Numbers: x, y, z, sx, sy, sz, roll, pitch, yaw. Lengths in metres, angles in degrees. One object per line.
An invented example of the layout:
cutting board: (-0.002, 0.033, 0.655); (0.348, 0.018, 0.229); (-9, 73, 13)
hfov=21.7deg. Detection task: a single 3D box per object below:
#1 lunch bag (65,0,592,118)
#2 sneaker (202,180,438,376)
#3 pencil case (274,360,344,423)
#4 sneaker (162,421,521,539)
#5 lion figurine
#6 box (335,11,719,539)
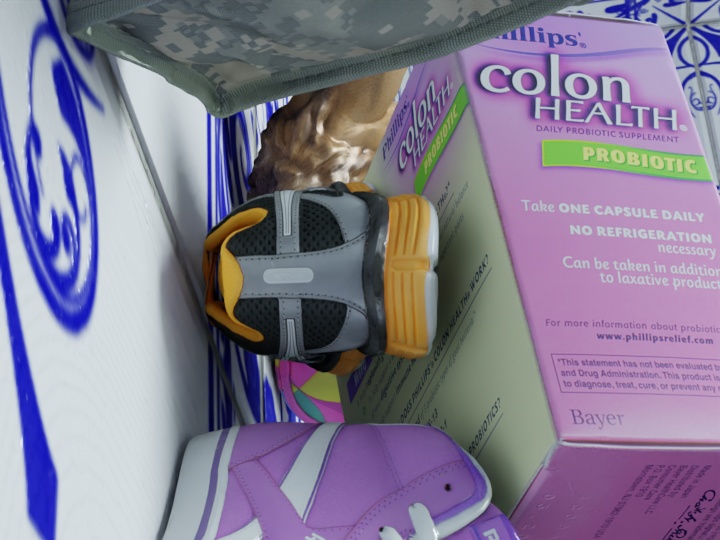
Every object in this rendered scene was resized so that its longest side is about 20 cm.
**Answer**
lunch bag: (0.014, -0.156, 0.564); (0.117, 0.199, 0.165); (24, 56, -61)
sneaker: (-0.027, 0.001, 0.729); (0.200, 0.077, 0.079); (157, -68, -76)
pencil case: (0.000, 0.000, 0.963); (0.201, 0.088, 0.089); (-92, 173, -53)
sneaker: (-0.004, 0.106, 0.579); (0.201, 0.113, 0.073); (-87, 170, -58)
lion figurine: (0.007, -0.098, 0.844); (0.122, 0.072, 0.201); (-37, 148, -59)
box: (0.065, 0.032, 0.727); (0.176, 0.096, 0.201); (114, -29, -47)
